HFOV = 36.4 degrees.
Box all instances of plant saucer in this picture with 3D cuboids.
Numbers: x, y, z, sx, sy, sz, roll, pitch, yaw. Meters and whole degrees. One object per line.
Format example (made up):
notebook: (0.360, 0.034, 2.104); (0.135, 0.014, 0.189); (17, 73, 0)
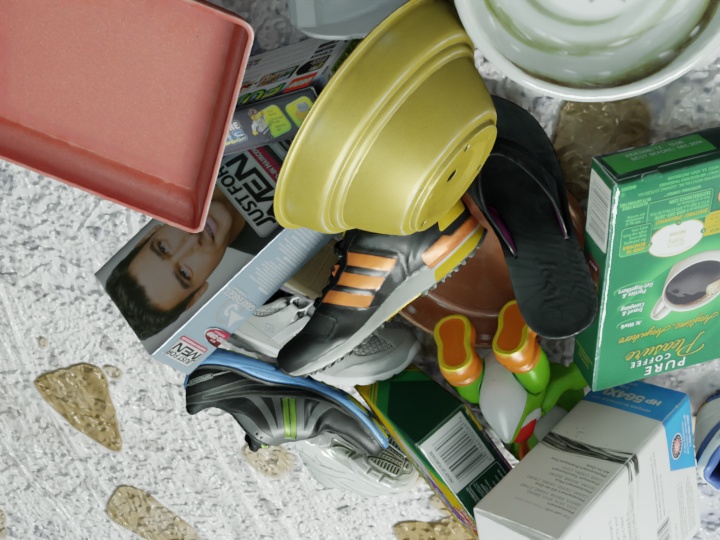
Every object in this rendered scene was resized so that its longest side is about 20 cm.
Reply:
plant saucer: (-0.181, -0.136, 0.762); (0.199, 0.037, 0.200); (21, 135, -2)
plant saucer: (0.097, -0.020, 0.919); (0.200, 0.032, 0.201); (11, 130, 14)
plant saucer: (0.157, -0.209, 0.714); (0.199, 0.050, 0.201); (1, 126, 2)

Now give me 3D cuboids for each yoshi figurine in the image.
yoshi figurine: (0.139, 0.093, 0.931); (0.112, 0.112, 0.200); (38, 168, 46)

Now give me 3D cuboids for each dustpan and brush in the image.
dustpan and brush: (0.049, -0.227, 0.753); (0.199, 0.057, 0.140); (-9, 129, -8)

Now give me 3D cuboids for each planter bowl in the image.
planter bowl: (0.036, -0.086, 0.762); (0.083, 0.200, 0.201); (38, 133, 13)

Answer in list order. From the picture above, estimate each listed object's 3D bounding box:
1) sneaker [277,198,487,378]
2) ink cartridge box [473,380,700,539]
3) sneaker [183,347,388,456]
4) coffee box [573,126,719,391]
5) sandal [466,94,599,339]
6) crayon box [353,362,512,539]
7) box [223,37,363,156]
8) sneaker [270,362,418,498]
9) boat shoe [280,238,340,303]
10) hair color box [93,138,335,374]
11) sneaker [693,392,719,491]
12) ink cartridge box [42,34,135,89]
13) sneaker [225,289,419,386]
sneaker: (0.000, 0.000, 0.875); (0.200, 0.070, 0.090); (-38, 95, 6)
ink cartridge box: (0.189, 0.201, 0.887); (0.084, 0.200, 0.146); (15, 127, 42)
sneaker: (-0.070, 0.134, 1.022); (0.199, 0.083, 0.071); (18, 176, -2)
coffee box: (0.227, -0.005, 0.829); (0.123, 0.044, 0.200); (-15, 128, -12)
sandal: (0.121, -0.047, 0.809); (0.075, 0.048, 0.201); (-26, 76, 12)
crayon box: (0.089, 0.181, 0.997); (0.200, 0.058, 0.173); (55, 171, -21)
box: (-0.095, -0.131, 0.860); (0.199, 0.110, 0.035); (-10, 122, 29)
sneaker: (-0.044, 0.173, 1.104); (0.200, 0.078, 0.099); (36, 139, -3)
boat shoe: (-0.074, -0.021, 0.962); (0.200, 0.072, 0.065); (30, 163, 11)
hair color box: (-0.108, -0.023, 0.887); (0.099, 0.200, 0.061); (48, -177, 30)
sneaker: (0.366, 0.129, 0.886); (0.200, 0.088, 0.075); (-30, 109, 36)
ink cartridge box: (-0.230, -0.190, 0.852); (0.200, 0.137, 0.076); (-22, 115, 34)
sneaker: (-0.044, 0.047, 1.000); (0.199, 0.075, 0.082); (11, 131, 15)
